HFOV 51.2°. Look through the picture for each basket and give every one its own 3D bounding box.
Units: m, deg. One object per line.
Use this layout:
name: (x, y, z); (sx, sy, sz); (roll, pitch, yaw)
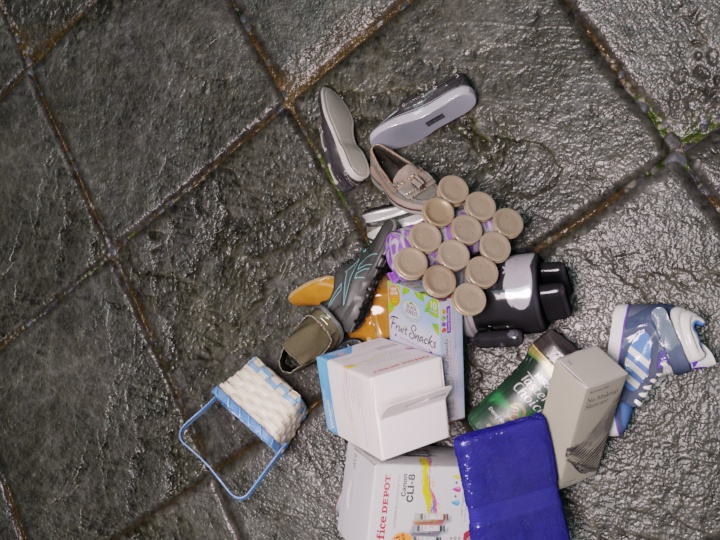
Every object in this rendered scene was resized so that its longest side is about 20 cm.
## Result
basket: (-0.197, 0.273, 1.317); (0.176, 0.140, 0.200); (39, 71, 22)

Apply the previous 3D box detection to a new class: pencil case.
pencil case: (0.136, -0.045, 1.186); (0.197, 0.086, 0.085); (-16, 57, -19)

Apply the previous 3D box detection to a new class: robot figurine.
robot figurine: (0.226, 0.041, 1.171); (0.197, 0.150, 0.127); (-7, 98, 25)

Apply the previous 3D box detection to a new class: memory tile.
memory tile: (0.149, -0.041, 1.128); (0.152, 0.017, 0.201); (30, 64, 5)

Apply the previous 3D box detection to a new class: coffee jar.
coffee jar: (0.265, 0.191, 1.160); (0.104, 0.085, 0.201); (43, 102, 20)

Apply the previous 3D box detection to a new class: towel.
towel: (0.215, 0.317, 1.084); (0.145, 0.050, 0.204); (-13, 97, -9)

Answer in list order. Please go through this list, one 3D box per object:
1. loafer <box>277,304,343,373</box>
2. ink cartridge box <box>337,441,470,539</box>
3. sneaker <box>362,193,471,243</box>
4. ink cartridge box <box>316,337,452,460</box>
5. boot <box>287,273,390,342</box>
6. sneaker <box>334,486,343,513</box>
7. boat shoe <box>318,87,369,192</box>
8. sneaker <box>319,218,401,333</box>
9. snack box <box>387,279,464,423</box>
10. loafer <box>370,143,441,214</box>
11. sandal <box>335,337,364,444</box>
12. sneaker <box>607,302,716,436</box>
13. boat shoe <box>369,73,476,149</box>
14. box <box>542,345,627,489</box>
loafer: (-0.088, 0.128, 1.277); (0.075, 0.069, 0.201); (46, 145, 9)
ink cartridge box: (0.080, 0.352, 1.146); (0.196, 0.144, 0.148); (7, 89, -17)
sneaker: (0.107, -0.063, 1.273); (0.197, 0.076, 0.118); (-9, 98, 19)
ink cartridge box: (0.038, 0.192, 1.141); (0.199, 0.127, 0.128); (11, 111, 61)
boot: (-0.025, 0.078, 1.306); (0.198, 0.071, 0.147); (-19, 76, 17)
sneaker: (0.042, 0.348, 1.253); (0.112, 0.071, 0.203); (31, 105, 27)
boat shoe: (-0.042, -0.234, 1.344); (0.060, 0.073, 0.203); (-36, 65, 37)
sneaker: (0.000, 0.000, 1.236); (0.079, 0.075, 0.202); (30, 97, 19)
snack box: (0.102, 0.124, 1.189); (0.141, 0.052, 0.204); (20, 117, 56)
loafer: (0.068, -0.153, 1.240); (0.071, 0.064, 0.200); (-29, 35, -14)
sandal: (-0.009, 0.206, 1.289); (0.074, 0.048, 0.204); (5, 109, 20)
sneaker: (0.435, 0.149, 1.090); (0.144, 0.080, 0.204); (5, 82, 28)
boat shoe: (0.101, -0.276, 1.288); (0.198, 0.070, 0.067); (-26, 58, 23)
box: (0.312, 0.213, 1.082); (0.068, 0.081, 0.203); (48, 145, 47)
